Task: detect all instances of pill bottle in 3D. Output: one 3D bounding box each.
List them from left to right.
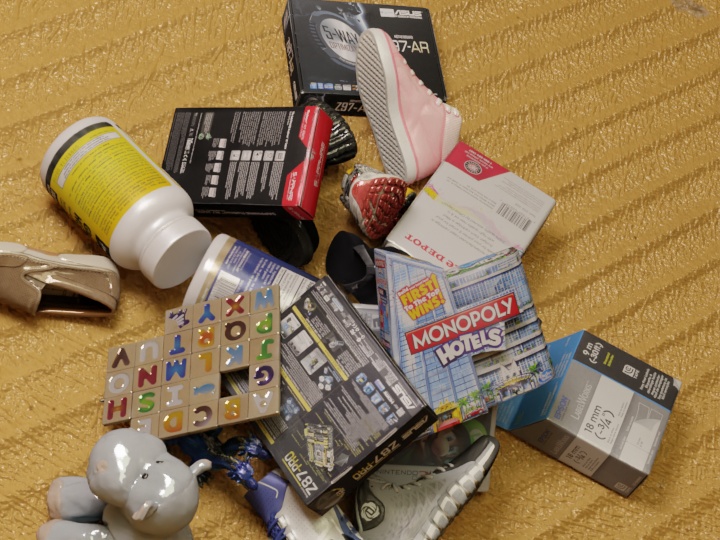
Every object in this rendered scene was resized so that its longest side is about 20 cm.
[{"bbox_3d":[-0.262,-0.074,1.712,0.112,0.113,0.200,-31,61,-31],"label":"pill bottle"},{"bbox_3d":[-0.092,0.049,1.699,0.199,0.111,0.111,26,54,0],"label":"pill bottle"}]

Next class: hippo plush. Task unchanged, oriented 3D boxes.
[{"bbox_3d":[-0.227,0.249,1.493,0.200,0.161,0.159,41,55,12],"label":"hippo plush"}]

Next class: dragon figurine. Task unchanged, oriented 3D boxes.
[{"bbox_3d":[-0.179,0.166,1.601,0.200,0.100,0.059,38,54,10],"label":"dragon figurine"}]

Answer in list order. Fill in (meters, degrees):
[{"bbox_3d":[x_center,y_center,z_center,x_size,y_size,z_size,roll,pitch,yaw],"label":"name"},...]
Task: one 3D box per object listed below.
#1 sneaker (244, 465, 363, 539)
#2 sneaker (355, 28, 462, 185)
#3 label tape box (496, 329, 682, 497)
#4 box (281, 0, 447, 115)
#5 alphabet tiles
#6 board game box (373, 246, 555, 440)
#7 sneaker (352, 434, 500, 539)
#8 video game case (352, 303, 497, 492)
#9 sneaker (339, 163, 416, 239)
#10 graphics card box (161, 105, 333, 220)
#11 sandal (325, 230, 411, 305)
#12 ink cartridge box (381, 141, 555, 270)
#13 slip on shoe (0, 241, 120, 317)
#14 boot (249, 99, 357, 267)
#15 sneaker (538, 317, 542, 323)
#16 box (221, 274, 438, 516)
[{"bbox_3d":[-0.055,0.303,1.560,0.199,0.081,0.115,43,54,11],"label":"sneaker"},{"bbox_3d":[0.064,-0.214,1.911,0.104,0.075,0.201,-19,98,-27],"label":"sneaker"},{"bbox_3d":[0.258,0.151,1.767,0.199,0.063,0.144,28,53,2],"label":"label tape box"},{"bbox_3d":[0.004,-0.278,1.988,0.199,0.044,0.161,2,58,-16],"label":"box"},{"bbox_3d":[-0.178,0.102,1.596,0.199,0.008,0.168,-13,50,13],"label":"alphabet tiles"},{"bbox_3d":[0.097,0.056,1.624,0.199,0.062,0.201,-20,101,-11],"label":"board game box"},{"bbox_3d":[0.057,0.231,1.631,0.115,0.075,0.200,36,67,11],"label":"sneaker"},{"bbox_3d":[0.064,0.142,1.667,0.181,0.023,0.201,4,94,-14],"label":"video game case"},{"bbox_3d":[0.007,-0.085,1.789,0.082,0.200,0.078,29,90,8],"label":"sneaker"},{"bbox_3d":[-0.136,-0.125,1.757,0.199,0.051,0.126,2,72,26],"label":"graphics card box"},{"bbox_3d":[0.000,0.001,1.729,0.043,0.200,0.076,17,92,-27],"label":"sandal"},{"bbox_3d":[0.125,-0.040,1.841,0.147,0.086,0.200,34,56,6],"label":"ink cartridge box"},{"bbox_3d":[-0.363,0.018,1.663,0.199,0.076,0.061,6,49,-22],"label":"slip on shoe"},{"bbox_3d":[-0.065,-0.112,1.834,0.157,0.080,0.212,-20,64,-27],"label":"boot"},{"bbox_3d":[0.108,0.093,1.721,0.200,0.075,0.106,-43,101,8],"label":"sneaker"},{"bbox_3d":[-0.038,0.127,1.573,0.161,0.049,0.200,-39,58,1],"label":"box"}]
